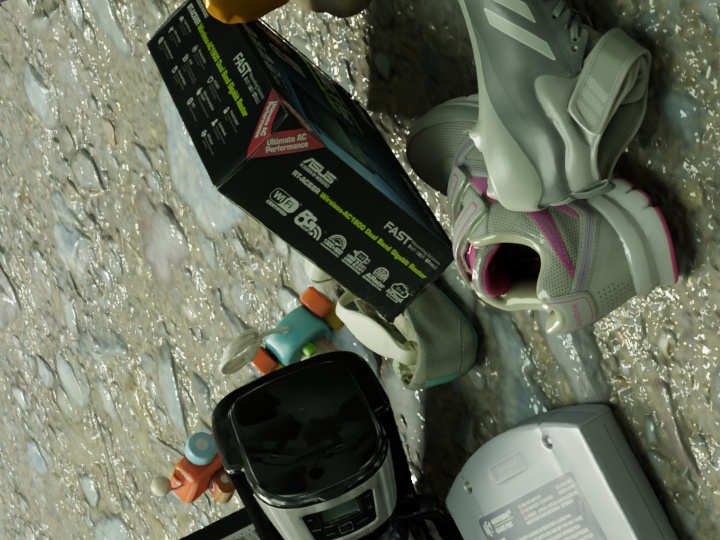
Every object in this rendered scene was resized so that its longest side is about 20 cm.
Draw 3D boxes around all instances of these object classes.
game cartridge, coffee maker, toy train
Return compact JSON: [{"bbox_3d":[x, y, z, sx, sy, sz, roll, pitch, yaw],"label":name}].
[{"bbox_3d":[0.126,0.158,1.327,0.133,0.041,0.200,59,151,6],"label":"game cartridge"},{"bbox_3d":[-0.027,0.163,1.451,0.192,0.135,0.200,28,145,46],"label":"coffee maker"},{"bbox_3d":[-0.068,0.099,1.504,0.056,0.150,0.200,43,142,12],"label":"toy train"}]

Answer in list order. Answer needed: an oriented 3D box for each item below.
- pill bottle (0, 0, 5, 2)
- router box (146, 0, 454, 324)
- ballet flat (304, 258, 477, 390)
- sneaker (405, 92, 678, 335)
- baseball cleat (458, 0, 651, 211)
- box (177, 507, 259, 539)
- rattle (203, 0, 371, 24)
[{"bbox_3d":[-0.295,-0.250,1.566,0.112,0.200,0.112,40,142,40],"label":"pill bottle"},{"bbox_3d":[-0.038,-0.075,1.264,0.150,0.062,0.200,39,-167,-34],"label":"router box"},{"bbox_3d":[0.000,0.000,1.393,0.200,0.064,0.067,50,147,29],"label":"ballet flat"},{"bbox_3d":[0.082,-0.032,1.186,0.200,0.088,0.081,35,153,45],"label":"sneaker"},{"bbox_3d":[0.102,-0.134,1.132,0.106,0.070,0.200,-11,84,24],"label":"baseball cleat"},{"bbox_3d":[-0.086,0.301,1.678,0.104,0.148,0.200,35,140,43],"label":"box"},{"bbox_3d":[-0.090,-0.221,1.312,0.200,0.143,0.130,41,161,29],"label":"rattle"}]
